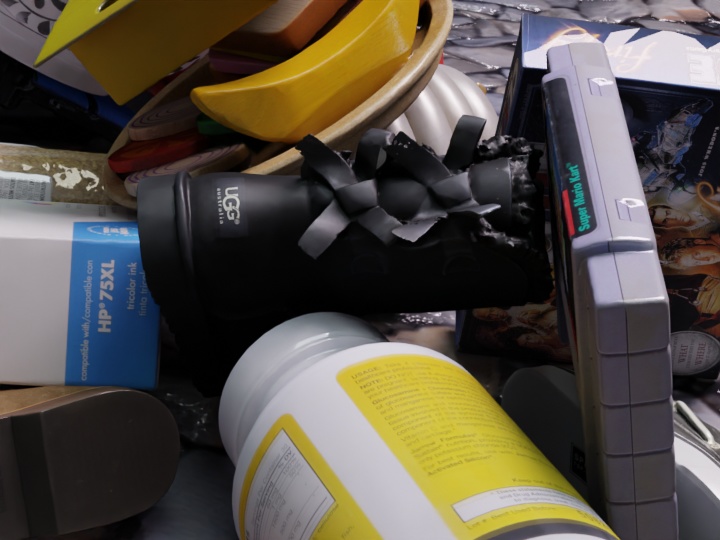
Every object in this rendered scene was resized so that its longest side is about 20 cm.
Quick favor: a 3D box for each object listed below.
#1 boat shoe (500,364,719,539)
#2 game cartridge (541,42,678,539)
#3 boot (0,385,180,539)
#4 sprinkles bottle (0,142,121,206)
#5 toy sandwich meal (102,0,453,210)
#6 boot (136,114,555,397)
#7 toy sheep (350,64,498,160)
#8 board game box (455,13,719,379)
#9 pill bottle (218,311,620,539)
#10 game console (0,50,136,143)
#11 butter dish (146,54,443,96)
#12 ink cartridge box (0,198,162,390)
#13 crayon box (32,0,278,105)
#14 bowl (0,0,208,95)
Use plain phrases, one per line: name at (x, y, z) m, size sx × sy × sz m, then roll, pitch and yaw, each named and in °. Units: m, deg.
boat shoe at (0.133, 0.089, 0.822) m, size 0.063 × 0.071 × 0.200 m, roll -7°, pitch 28°, yaw -25°
game cartridge at (0.093, 0.009, 0.765) m, size 0.038 × 0.131 × 0.201 m, roll -9°, pitch 31°, yaw 5°
boot at (-0.176, 0.080, 0.784) m, size 0.198 × 0.075 × 0.075 m, roll -4°, pitch 8°, yaw -30°
sprinkles bottle at (-0.178, -0.031, 0.986) m, size 0.198 × 0.069 × 0.068 m, roll 5°, pitch 26°, yaw -5°
toy sandwich meal at (-0.043, -0.104, 0.921) m, size 0.204 × 0.071 × 0.206 m, roll -24°, pitch 26°, yaw 12°
boot at (0.000, -0.001, 0.843) m, size 0.161 × 0.074 × 0.198 m, roll -6°, pitch -19°, yaw 4°
toy sheep at (-0.002, -0.049, 1.008) m, size 0.199 × 0.139 × 0.137 m, roll -20°, pitch 37°, yaw -39°
board game box at (0.123, -0.027, 0.916) m, size 0.134 × 0.201 × 0.035 m, roll 6°, pitch 51°, yaw -2°
pill bottle at (0.019, 0.096, 0.728) m, size 0.111 × 0.113 × 0.200 m, roll -5°, pitch 29°, yaw -24°
game console at (-0.243, -0.094, 1.157) m, size 0.170 × 0.119 × 0.200 m, roll 27°, pitch 8°, yaw -43°
butter dish at (-0.039, -0.168, 1.214) m, size 0.199 × 0.149 × 0.199 m, roll -13°, pitch 32°, yaw -36°
ink cartridge box at (-0.188, 0.005, 0.881) m, size 0.198 × 0.068 × 0.116 m, roll 3°, pitch 9°, yaw -9°
crayon box at (-0.064, -0.154, 0.903) m, size 0.126 × 0.051 × 0.201 m, roll -28°, pitch 25°, yaw 29°
bowl at (-0.154, -0.157, 1.083) m, size 0.199 × 0.095 × 0.201 m, roll 27°, pitch 9°, yaw -5°
